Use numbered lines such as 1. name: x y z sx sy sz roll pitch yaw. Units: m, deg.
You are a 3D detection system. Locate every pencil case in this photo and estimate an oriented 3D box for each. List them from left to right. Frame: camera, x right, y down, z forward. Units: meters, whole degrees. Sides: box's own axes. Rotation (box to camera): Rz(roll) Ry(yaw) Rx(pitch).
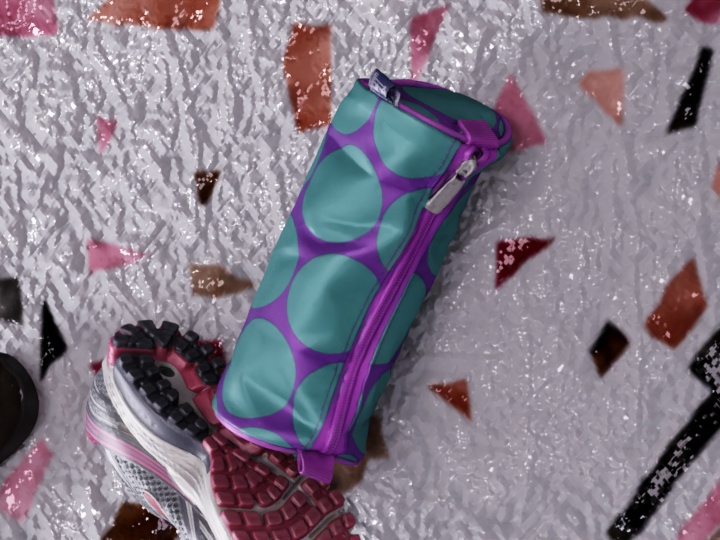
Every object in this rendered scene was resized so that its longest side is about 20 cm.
1. pencil case: 0.000 0.000 1.512 0.092 0.085 0.200 39 108 53

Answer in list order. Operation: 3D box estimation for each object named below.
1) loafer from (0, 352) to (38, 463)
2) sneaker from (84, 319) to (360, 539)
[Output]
1. loafer: -0.267 0.118 1.669 0.200 0.071 0.073 -49 65 18
2. sneaker: -0.071 0.118 1.558 0.200 0.081 0.075 53 133 27
